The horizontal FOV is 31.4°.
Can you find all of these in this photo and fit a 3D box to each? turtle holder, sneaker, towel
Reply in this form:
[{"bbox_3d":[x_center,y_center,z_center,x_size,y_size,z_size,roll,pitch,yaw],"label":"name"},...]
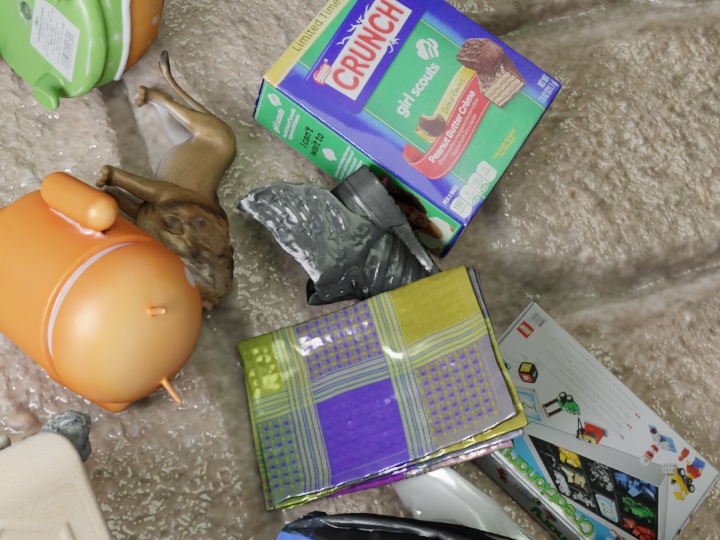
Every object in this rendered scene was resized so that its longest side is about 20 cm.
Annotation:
[{"bbox_3d":[-0.234,-0.217,0.996,0.184,0.142,0.131,17,36,38],"label":"turtle holder"},{"bbox_3d":[0.072,0.203,0.920,0.200,0.075,0.089,41,88,11],"label":"sneaker"},{"bbox_3d":[0.011,0.083,0.923,0.198,0.023,0.145,-18,61,9],"label":"towel"},{"bbox_3d":[0.000,0.000,0.989,0.104,0.060,0.201,-35,99,-2],"label":"sneaker"}]

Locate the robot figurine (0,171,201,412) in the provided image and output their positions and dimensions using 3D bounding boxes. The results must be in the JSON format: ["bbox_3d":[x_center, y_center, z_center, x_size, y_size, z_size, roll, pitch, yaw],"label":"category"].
[{"bbox_3d":[-0.187,0.017,0.878,0.199,0.116,0.145,30,94,37],"label":"robot figurine"}]

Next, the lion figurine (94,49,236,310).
[{"bbox_3d":[-0.133,-0.072,0.981,0.121,0.073,0.202,24,58,-12],"label":"lion figurine"}]

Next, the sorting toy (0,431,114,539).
[{"bbox_3d":[-0.214,0.212,0.710,0.184,0.036,0.202,-24,109,-19],"label":"sorting toy"}]

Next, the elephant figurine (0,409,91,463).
[{"bbox_3d":[-0.264,0.149,0.768,0.141,0.200,0.156,32,56,3],"label":"elephant figurine"}]

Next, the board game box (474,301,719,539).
[{"bbox_3d":[0.167,0.136,0.988,0.200,0.035,0.126,43,63,6],"label":"board game box"}]

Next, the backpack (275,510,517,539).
[{"bbox_3d":[0.030,0.240,0.811,0.198,0.162,0.170,9,76,25],"label":"backpack"}]

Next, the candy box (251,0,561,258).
[{"bbox_3d":[0.038,-0.139,1.052,0.199,0.077,0.170,35,63,3],"label":"candy box"}]
